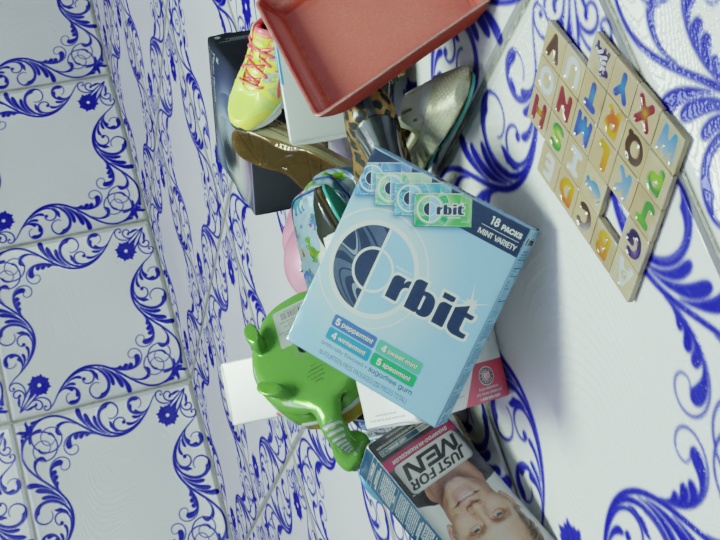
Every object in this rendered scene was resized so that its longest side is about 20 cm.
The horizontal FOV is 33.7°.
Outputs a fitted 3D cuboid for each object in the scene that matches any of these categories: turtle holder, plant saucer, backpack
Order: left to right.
[{"bbox_3d":[-0.032,0.114,1.303,0.185,0.141,0.132,33,166,36],"label":"turtle holder"},{"bbox_3d":[-0.001,-0.024,1.400,0.162,0.152,0.204,-14,74,57],"label":"backpack"},{"bbox_3d":[0.013,-0.253,1.157,0.037,0.198,0.201,50,-170,-49],"label":"plant saucer"}]

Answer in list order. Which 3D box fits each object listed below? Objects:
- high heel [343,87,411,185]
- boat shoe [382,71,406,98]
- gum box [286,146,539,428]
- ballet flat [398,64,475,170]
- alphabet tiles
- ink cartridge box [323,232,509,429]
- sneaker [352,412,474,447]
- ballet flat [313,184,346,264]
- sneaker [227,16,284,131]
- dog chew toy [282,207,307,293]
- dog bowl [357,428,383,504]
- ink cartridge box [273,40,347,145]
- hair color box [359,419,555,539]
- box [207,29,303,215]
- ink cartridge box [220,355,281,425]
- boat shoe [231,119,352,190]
[{"bbox_3d":[0.015,-0.125,1.231,0.200,0.070,0.145,140,110,-84],"label":"high heel"},{"bbox_3d":[0.021,-0.240,1.298,0.072,0.060,0.205,-122,23,-73],"label":"boat shoe"},{"bbox_3d":[0.046,0.014,1.103,0.202,0.168,0.044,-64,-17,8],"label":"gum box"},{"bbox_3d":[0.061,-0.148,1.209,0.200,0.061,0.068,120,163,-65],"label":"ballet flat"},{"bbox_3d":[0.188,-0.103,0.952,0.169,0.007,0.201,96,155,-46],"label":"alphabet tiles"},{"bbox_3d":[0.057,0.046,1.207,0.084,0.144,0.203,-15,85,46],"label":"ink cartridge box"},{"bbox_3d":[0.057,0.182,1.351,0.201,0.107,0.070,58,174,40],"label":"sneaker"},{"bbox_3d":[0.000,0.000,1.275,0.200,0.068,0.068,47,-163,-18],"label":"ballet flat"},{"bbox_3d":[-0.121,-0.275,1.512,0.077,0.202,0.090,26,179,24],"label":"sneaker"},{"bbox_3d":[-0.049,-0.037,1.573,0.201,0.122,0.126,-115,20,-59],"label":"dog chew toy"},{"bbox_3d":[0.040,0.185,1.452,0.050,0.110,0.203,-42,60,54],"label":"dog bowl"},{"bbox_3d":[-0.048,-0.233,1.384,0.200,0.084,0.149,-77,-21,-78],"label":"ink cartridge box"},{"bbox_3d":[0.098,0.243,1.219,0.200,0.099,0.061,48,149,24],"label":"hair color box"},{"bbox_3d":[-0.135,-0.219,1.708,0.199,0.121,0.203,-129,32,-53],"label":"box"},{"bbox_3d":[-0.073,0.140,1.570,0.200,0.144,0.084,-3,-101,-70],"label":"ink cartridge box"},{"bbox_3d":[-0.071,-0.153,1.543,0.198,0.065,0.072,27,139,15],"label":"boat shoe"}]
